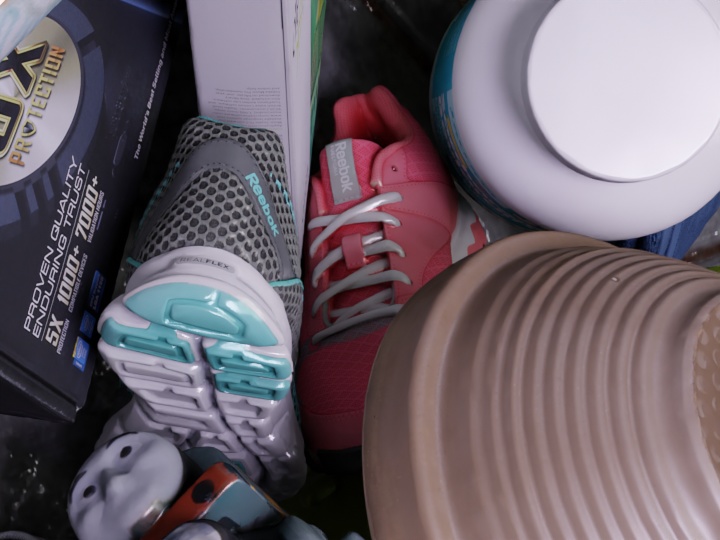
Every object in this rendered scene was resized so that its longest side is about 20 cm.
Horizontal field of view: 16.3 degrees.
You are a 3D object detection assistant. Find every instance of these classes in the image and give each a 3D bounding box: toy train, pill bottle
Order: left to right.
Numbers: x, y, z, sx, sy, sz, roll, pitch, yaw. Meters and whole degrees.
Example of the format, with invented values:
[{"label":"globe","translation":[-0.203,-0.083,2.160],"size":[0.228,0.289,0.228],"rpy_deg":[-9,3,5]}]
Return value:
[{"label":"toy train","translation":[-0.019,0.124,0.806],"size":[0.085,0.114,0.200],"rpy_deg":[-48,135,-4]},{"label":"pill bottle","translation":[0.085,-0.067,0.927],"size":[0.200,0.110,0.112],"rpy_deg":[-145,-129,-88]}]

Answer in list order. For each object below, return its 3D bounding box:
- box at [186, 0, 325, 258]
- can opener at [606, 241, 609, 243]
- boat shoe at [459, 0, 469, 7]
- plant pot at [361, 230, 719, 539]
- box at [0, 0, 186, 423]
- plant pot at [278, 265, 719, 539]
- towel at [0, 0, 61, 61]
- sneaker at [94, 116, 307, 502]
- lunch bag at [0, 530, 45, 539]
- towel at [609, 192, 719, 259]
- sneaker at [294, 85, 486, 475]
[{"label":"box","translation":[-0.032,-0.111,0.859],"size":[0.200,0.036,0.145],"rpy_deg":[92,2,-64]},{"label":"can opener","translation":[0.118,0.051,1.092],"size":[0.063,0.079,0.200],"rpy_deg":[-36,132,7]},{"label":"boat shoe","translation":[0.118,-0.130,1.106],"size":[0.200,0.074,0.067],"rpy_deg":[-31,106,-45]},{"label":"plant pot","translation":[0.103,0.071,0.780],"size":[0.200,0.092,0.202],"rpy_deg":[24,52,-35]},{"label":"box","translation":[-0.132,-0.075,0.772],"size":[0.164,0.085,0.202],"rpy_deg":[48,52,-61]},{"label":"plant pot","translation":[0.094,0.114,0.983],"size":[0.199,0.199,0.182],"rpy_deg":[55,45,-29]},{"label":"towel","translation":[-0.156,-0.124,0.677],"size":[0.171,0.200,0.048],"rpy_deg":[-46,158,-5]},{"label":"sneaker","translation":[-0.047,0.017,0.850],"size":[0.077,0.200,0.092],"rpy_deg":[10,65,-4]},{"label":"lunch bag","translation":[-0.085,0.199,0.812],"size":[0.200,0.139,0.168],"rpy_deg":[53,24,-32]},{"label":"towel","translation":[0.160,-0.080,1.123],"size":[0.200,0.048,0.112],"rpy_deg":[-51,164,-25]},{"label":"sneaker","translation":[0.000,0.000,0.927],"size":[0.201,0.073,0.087],"rpy_deg":[-84,155,-60]}]
